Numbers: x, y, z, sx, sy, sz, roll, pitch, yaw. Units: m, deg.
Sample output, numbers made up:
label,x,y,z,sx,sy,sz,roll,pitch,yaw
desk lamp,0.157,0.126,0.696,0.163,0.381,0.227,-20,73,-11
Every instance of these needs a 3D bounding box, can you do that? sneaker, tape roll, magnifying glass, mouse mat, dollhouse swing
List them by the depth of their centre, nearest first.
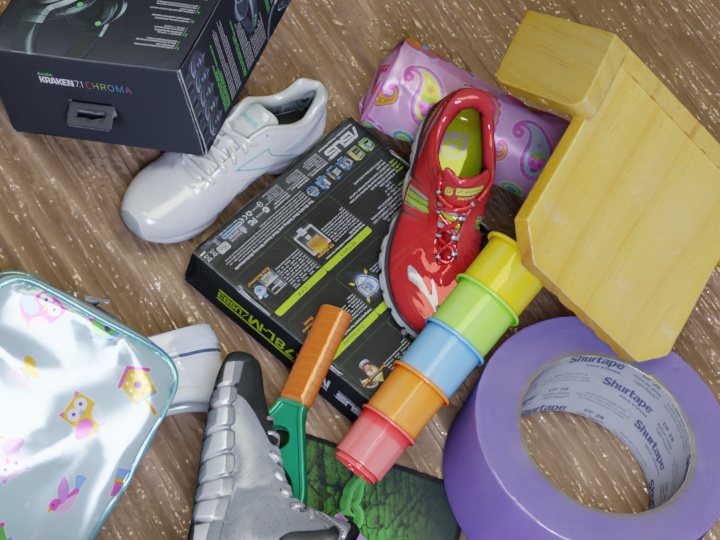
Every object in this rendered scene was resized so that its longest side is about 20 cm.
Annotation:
label,x,y,z,sx,sy,sz,roll,pitch,yaw
sneaker,-0.056,0.153,1.437,0.115,0.075,0.200,9,59,-3
sneaker,-0.185,0.095,1.480,0.200,0.073,0.071,-17,79,-17
mouse mat,-0.016,0.213,1.489,0.161,0.008,0.200,19,55,-4
magnifying glass,-0.056,0.115,1.500,0.080,0.022,0.200,17,69,18
tape roll,0.167,0.139,1.539,0.200,0.085,0.200,9,55,-13
sneaker,0.063,-0.045,1.567,0.077,0.085,0.200,9,74,-11
dollhouse swing,0.174,-0.056,1.576,0.200,0.182,0.176,41,84,-30
sneaker,-0.105,-0.093,1.623,0.200,0.080,0.070,-35,74,-30

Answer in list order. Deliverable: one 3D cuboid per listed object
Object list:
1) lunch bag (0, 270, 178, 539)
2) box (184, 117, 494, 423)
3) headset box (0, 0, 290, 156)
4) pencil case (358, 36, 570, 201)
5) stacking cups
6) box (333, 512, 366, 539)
label,x,y,z,sx,sy,sz,roll,pitch,yaw
lunch bag,-0.225,0.103,1.398,0.160,0.077,0.200,30,88,-8
box,0.000,0.000,1.612,0.193,0.048,0.200,40,55,9
headset box,-0.171,-0.188,1.619,0.174,0.093,0.200,8,50,20
pencil case,0.099,-0.110,1.677,0.200,0.087,0.087,27,54,-7
stacking cups,0.054,0.064,1.514,0.061,0.061,0.200,39,81,11
box,0.003,0.280,1.423,0.137,0.039,0.200,-36,73,-31
